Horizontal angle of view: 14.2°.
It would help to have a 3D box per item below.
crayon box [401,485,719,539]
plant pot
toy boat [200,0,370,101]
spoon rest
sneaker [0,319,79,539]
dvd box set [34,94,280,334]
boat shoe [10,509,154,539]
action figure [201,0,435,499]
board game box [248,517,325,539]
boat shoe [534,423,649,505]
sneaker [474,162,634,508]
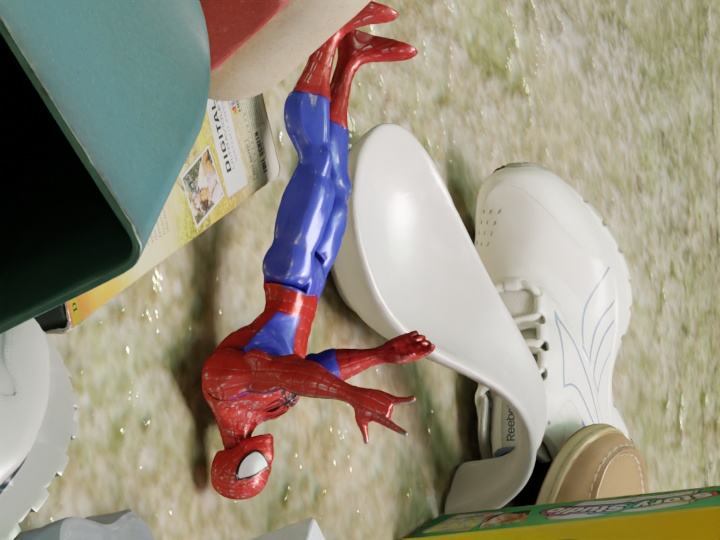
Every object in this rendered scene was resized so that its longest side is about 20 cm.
[{"bbox_3d":[0.129,0.187,1.266,0.058,0.199,0.174,-15,96,-66],"label":"crayon box"},{"bbox_3d":[-0.129,-0.069,0.819,0.142,0.141,0.200,59,20,-14],"label":"plant pot"},{"bbox_3d":[-0.048,-0.168,1.036,0.130,0.130,0.201,34,43,-21],"label":"toy boat"},{"bbox_3d":[0.037,0.024,1.284,0.100,0.060,0.201,-69,144,-49],"label":"spoon rest"},{"bbox_3d":[-0.147,0.056,0.847,0.081,0.076,0.200,58,29,-21],"label":"sneaker"},{"bbox_3d":[-0.093,-0.075,1.054,0.200,0.029,0.147,-43,121,-63],"label":"dvd box set"},{"bbox_3d":[-0.101,0.113,0.933,0.200,0.062,0.072,61,18,-75],"label":"boat shoe"},{"bbox_3d":[0.000,0.000,1.125,0.065,0.098,0.201,51,56,-68],"label":"action figure"},{"bbox_3d":[-0.004,0.212,0.979,0.200,0.041,0.200,-72,139,-72],"label":"board game box"},{"bbox_3d":[0.121,0.172,1.356,0.071,0.064,0.201,-13,109,-44],"label":"boat shoe"},{"bbox_3d":[0.088,0.048,1.383,0.087,0.074,0.201,-19,99,-61],"label":"sneaker"}]
